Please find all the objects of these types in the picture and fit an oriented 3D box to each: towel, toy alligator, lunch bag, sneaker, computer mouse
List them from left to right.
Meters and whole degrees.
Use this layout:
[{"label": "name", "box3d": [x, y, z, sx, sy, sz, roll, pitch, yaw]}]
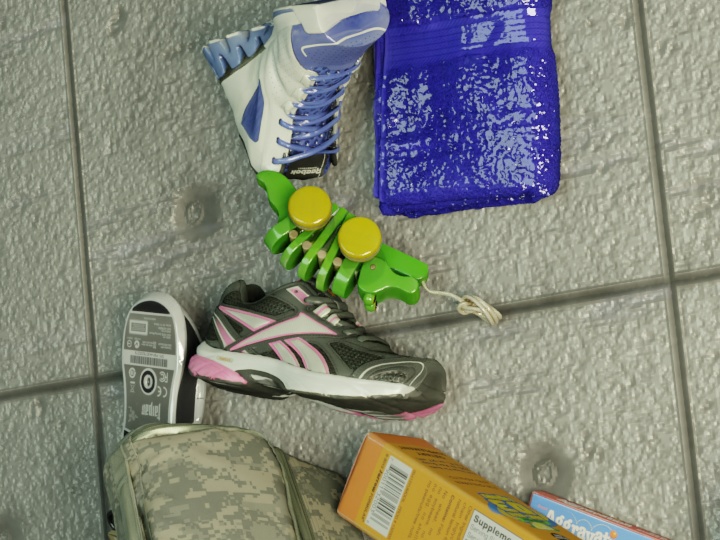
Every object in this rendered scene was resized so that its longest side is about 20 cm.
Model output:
[{"label": "computer mouse", "box3d": [-0.141, 0.116, 1.703, 0.109, 0.044, 0.201, 6, 94, 46]}, {"label": "lunch bag", "box3d": [-0.090, 0.206, 1.549, 0.139, 0.167, 0.200, -48, 35, 24]}, {"label": "sneaker", "box3d": [-0.035, -0.125, 1.614, 0.199, 0.080, 0.116, -15, 90, 60]}, {"label": "sneaker", "box3d": [-0.031, 0.048, 1.605, 0.199, 0.080, 0.087, 9, 81, 29]}, {"label": "toy alligator", "box3d": [0.000, 0.000, 1.577, 0.200, 0.059, 0.054, 33, 75, 14]}, {"label": "towel", "box3d": [0.065, -0.141, 1.574, 0.147, 0.049, 0.201, -7, 83, 35]}]

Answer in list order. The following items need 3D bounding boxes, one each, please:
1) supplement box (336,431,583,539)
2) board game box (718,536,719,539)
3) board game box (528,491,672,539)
[{"label": "supplement box", "box3d": [0.076, 0.176, 1.516, 0.200, 0.066, 0.069, 31, 103, 42]}, {"label": "board game box", "box3d": [0.311, 0.197, 1.372, 0.158, 0.039, 0.201, -26, 97, 45]}, {"label": "board game box", "box3d": [0.184, 0.222, 1.486, 0.199, 0.019, 0.103, 19, 99, 34]}]
